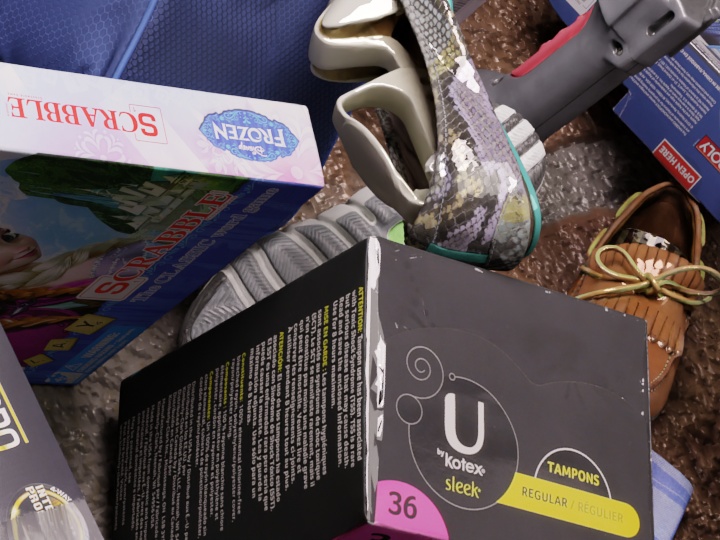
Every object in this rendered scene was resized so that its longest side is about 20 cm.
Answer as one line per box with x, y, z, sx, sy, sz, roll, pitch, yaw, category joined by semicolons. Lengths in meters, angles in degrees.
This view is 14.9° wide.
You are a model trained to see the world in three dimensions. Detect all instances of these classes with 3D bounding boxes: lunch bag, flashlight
-0.091;-0.110;1.237;0.132;0.136;0.200;29;0;31;lunch bag
0.099;-0.105;1.387;0.068;0.200;0.068;54;42;3;flashlight

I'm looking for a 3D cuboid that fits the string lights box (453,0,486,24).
0.026;-0.227;1.383;0.059;0.103;0.200;8;57;-36;string lights box

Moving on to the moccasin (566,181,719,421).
0.143;0.014;1.400;0.074;0.078;0.201;25;30;8;moccasin

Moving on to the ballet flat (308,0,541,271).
0.016;-0.083;1.160;0.072;0.072;0.200;11;45;-36;ballet flat

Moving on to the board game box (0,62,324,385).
-0.152;-0.015;1.117;0.199;0.200;0.041;5;61;-37;board game box

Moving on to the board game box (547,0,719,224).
0.201;-0.110;1.555;0.200;0.062;0.200;48;22;17;board game box

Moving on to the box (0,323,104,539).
-0.189;0.082;1.020;0.049;0.200;0.161;-13;72;-44;box

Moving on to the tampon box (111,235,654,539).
0.006;0.090;1.170;0.150;0.200;0.126;16;62;-32;tampon box

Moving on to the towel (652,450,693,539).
0.075;0.092;1.368;0.200;0.024;0.147;44;44;-9;towel

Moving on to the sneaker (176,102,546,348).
0.000;0.000;1.323;0.200;0.115;0.075;-34;88;-8;sneaker
